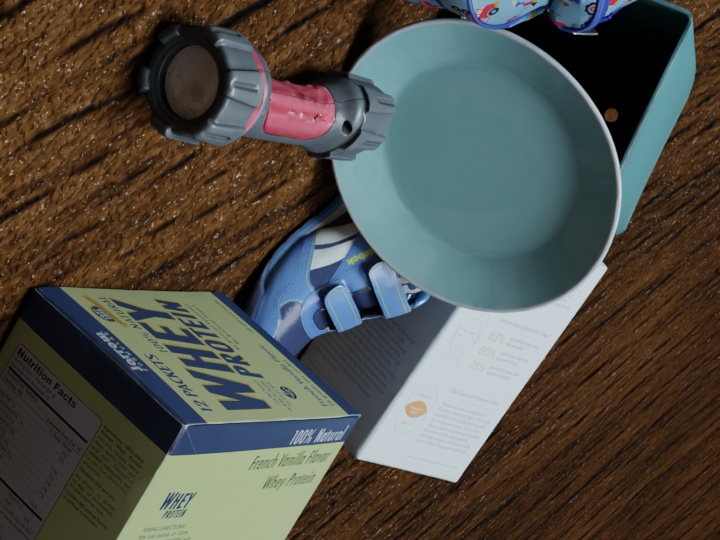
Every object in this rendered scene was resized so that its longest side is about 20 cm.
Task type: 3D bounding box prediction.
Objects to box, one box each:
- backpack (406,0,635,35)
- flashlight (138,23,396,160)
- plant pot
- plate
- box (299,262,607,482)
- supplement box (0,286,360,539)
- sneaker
[{"bbox_3d":[0.103,-0.224,1.196,0.199,0.134,0.184,-27,144,-37],"label":"backpack"},{"bbox_3d":[-0.046,-0.099,1.185,0.199,0.068,0.068,3,119,-59],"label":"flashlight"},{"bbox_3d":[0.146,-0.109,1.395,0.142,0.140,0.200,-64,162,-3],"label":"plant pot"},{"bbox_3d":[0.073,-0.067,1.284,0.026,0.199,0.201,-47,160,-51],"label":"plate"},{"bbox_3d":[0.062,0.038,1.474,0.124,0.097,0.201,19,110,-49],"label":"box"},{"bbox_3d":[-0.141,0.131,1.244,0.201,0.134,0.199,-59,154,15],"label":"supplement box"},{"bbox_3d":[0.000,0.000,1.374,0.200,0.082,0.074,-45,155,-10],"label":"sneaker"}]
